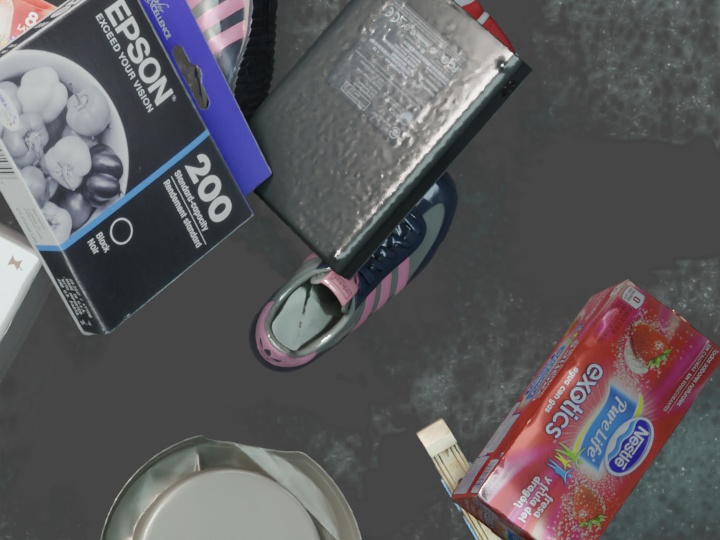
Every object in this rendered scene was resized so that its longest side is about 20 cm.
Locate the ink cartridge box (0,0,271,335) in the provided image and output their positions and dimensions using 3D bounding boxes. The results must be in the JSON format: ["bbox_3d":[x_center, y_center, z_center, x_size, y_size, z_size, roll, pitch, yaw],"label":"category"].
[{"bbox_3d":[-0.154,-0.092,1.431,0.200,0.043,0.198,-43,119,-32],"label":"ink cartridge box"}]

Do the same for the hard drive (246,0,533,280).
[{"bbox_3d":[0.007,-0.112,1.530,0.200,0.033,0.140,-49,65,7],"label":"hard drive"}]

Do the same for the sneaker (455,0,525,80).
[{"bbox_3d":[0.015,-0.141,1.591,0.200,0.071,0.113,-32,95,-10],"label":"sneaker"}]

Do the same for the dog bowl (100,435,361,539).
[{"bbox_3d":[-0.100,0.219,1.568,0.200,0.059,0.200,3,81,-17],"label":"dog bowl"}]

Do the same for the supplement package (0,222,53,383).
[{"bbox_3d":[-0.291,0.015,1.506,0.117,0.200,0.117,29,88,-4],"label":"supplement package"}]

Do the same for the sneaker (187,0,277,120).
[{"bbox_3d":[-0.110,-0.185,1.595,0.082,0.070,0.200,5,91,19],"label":"sneaker"}]

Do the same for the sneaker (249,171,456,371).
[{"bbox_3d":[0.000,0.000,1.577,0.070,0.082,0.200,42,87,-2],"label":"sneaker"}]

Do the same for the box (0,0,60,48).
[{"bbox_3d":[-0.262,-0.148,1.508,0.095,0.200,0.103,25,87,-2],"label":"box"}]

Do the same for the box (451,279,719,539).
[{"bbox_3d":[0.167,0.115,1.574,0.095,0.100,0.200,37,78,-4],"label":"box"}]

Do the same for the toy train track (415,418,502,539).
[{"bbox_3d":[0.103,0.204,1.617,0.115,0.033,0.200,-31,91,-3],"label":"toy train track"}]
